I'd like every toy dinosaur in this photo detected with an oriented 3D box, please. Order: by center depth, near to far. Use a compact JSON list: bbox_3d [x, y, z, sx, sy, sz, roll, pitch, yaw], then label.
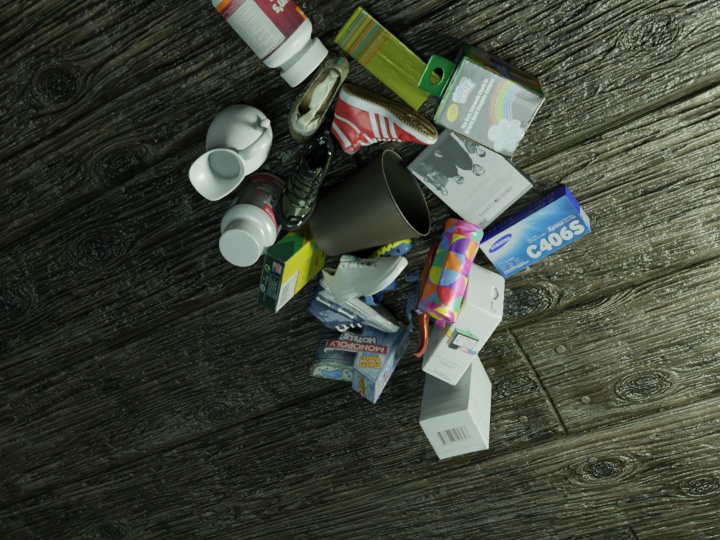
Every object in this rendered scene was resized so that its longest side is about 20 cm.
[{"bbox_3d":[0.144,0.038,1.654,0.103,0.202,0.184,2,127,-21],"label":"toy dinosaur"}]

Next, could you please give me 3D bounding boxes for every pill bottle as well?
[{"bbox_3d":[-0.153,-0.425,1.427,0.109,0.110,0.200,-33,112,29],"label":"pill bottle"},{"bbox_3d":[-0.207,-0.098,1.604,0.108,0.201,0.113,6,126,8],"label":"pill bottle"}]

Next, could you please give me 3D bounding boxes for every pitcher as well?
[{"bbox_3d":[-0.213,-0.235,1.513,0.169,0.201,0.122,-24,116,25],"label":"pitcher"}]

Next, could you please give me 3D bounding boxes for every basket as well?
[{"bbox_3d":[0.007,-0.115,1.593,0.197,0.137,0.182,-21,118,28],"label":"basket"}]

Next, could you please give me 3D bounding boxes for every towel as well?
[{"bbox_3d":[0.050,-0.378,1.473,0.199,0.018,0.086,37,129,-14],"label":"towel"}]

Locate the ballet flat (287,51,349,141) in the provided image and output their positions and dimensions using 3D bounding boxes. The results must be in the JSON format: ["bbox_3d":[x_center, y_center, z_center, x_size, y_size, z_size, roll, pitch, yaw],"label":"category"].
[{"bbox_3d":[-0.086,-0.307,1.513,0.067,0.076,0.201,29,125,-10],"label":"ballet flat"}]

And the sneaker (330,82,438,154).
[{"bbox_3d":[0.039,-0.253,1.525,0.197,0.071,0.114,27,122,3],"label":"sneaker"}]

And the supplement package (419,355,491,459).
[{"bbox_3d":[0.207,0.283,1.772,0.115,0.201,0.118,-18,119,23],"label":"supplement package"}]

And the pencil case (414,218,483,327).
[{"bbox_3d":[0.173,0.003,1.593,0.087,0.088,0.204,20,82,-3],"label":"pencil case"}]

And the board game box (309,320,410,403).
[{"bbox_3d":[-0.002,0.183,1.750,0.195,0.201,0.063,7,127,6],"label":"board game box"}]

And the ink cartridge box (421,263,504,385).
[{"bbox_3d":[0.209,0.107,1.686,0.083,0.146,0.202,25,126,-6],"label":"ink cartridge box"}]

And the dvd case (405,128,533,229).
[{"bbox_3d":[0.206,-0.182,1.566,0.199,0.025,0.150,39,123,-15],"label":"dvd case"}]

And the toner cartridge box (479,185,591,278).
[{"bbox_3d":[0.336,-0.072,1.600,0.198,0.043,0.095,-32,111,29],"label":"toner cartridge box"}]

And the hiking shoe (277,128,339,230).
[{"bbox_3d":[-0.107,-0.173,1.548,0.075,0.101,0.203,23,91,6],"label":"hiking shoe"}]

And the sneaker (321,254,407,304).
[{"bbox_3d":[0.000,0.000,1.614,0.198,0.075,0.089,-23,107,39],"label":"sneaker"}]

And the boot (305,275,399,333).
[{"bbox_3d":[-0.018,0.096,1.764,0.198,0.073,0.091,33,104,0],"label":"boot"}]

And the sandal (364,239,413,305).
[{"bbox_3d":[0.047,0.002,1.684,0.087,0.079,0.200,50,131,4],"label":"sandal"}]

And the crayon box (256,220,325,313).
[{"bbox_3d":[-0.129,-0.020,1.654,0.050,0.200,0.129,26,127,15],"label":"crayon box"}]

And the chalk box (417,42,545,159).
[{"bbox_3d":[0.198,-0.302,1.416,0.197,0.124,0.126,26,116,-4],"label":"chalk box"}]
